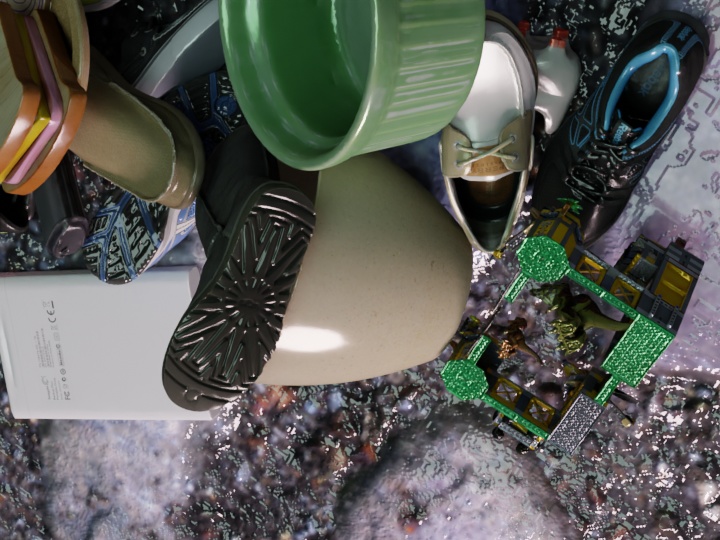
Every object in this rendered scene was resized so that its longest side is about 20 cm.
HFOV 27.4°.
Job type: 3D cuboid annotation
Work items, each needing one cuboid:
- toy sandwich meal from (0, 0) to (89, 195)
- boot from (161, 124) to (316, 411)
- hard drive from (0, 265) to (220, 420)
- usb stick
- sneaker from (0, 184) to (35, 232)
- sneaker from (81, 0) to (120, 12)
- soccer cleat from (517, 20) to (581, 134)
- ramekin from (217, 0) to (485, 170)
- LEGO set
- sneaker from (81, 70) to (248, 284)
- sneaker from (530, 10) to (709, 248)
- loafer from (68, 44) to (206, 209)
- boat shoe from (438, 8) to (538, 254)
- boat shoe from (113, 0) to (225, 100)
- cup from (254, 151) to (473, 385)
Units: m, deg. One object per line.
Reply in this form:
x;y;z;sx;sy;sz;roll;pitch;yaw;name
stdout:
-0.274;-0.151;1.089;0.204;0.070;0.207;3;94;42;toy sandwich meal
-0.099;-0.009;1.061;0.072;0.200;0.182;29;95;-25;boot
-0.223;0.064;1.280;0.199;0.027;0.133;-2;105;22;hard drive
-0.254;-0.104;1.181;0.056;0.032;0.201;-58;45;53;usb stick
-0.330;-0.051;1.258;0.088;0.074;0.200;47;111;8;sneaker
-0.244;-0.247;1.149;0.199;0.074;0.081;-9;143;21;sneaker
0.062;-0.155;1.085;0.199;0.069;0.078;16;115;12;soccer cleat
-0.006;-0.171;0.975;0.200;0.097;0.201;23;118;53;ramekin
0.158;0.030;1.083;0.153;0.116;0.201;26;129;9;LEGO set
-0.149;-0.079;1.185;0.076;0.077;0.200;41;98;3;sneaker
0.174;-0.092;1.052;0.073;0.082;0.201;30;115;7;sneaker
-0.194;-0.108;1.113;0.200;0.067;0.076;37;119;33;loafer
0.091;-0.093;1.035;0.074;0.069;0.200;-5;142;9;boat shoe
-0.165;-0.164;1.170;0.200;0.070;0.066;-43;76;32;boat shoe
0.000;0.000;1.103;0.142;0.201;0.201;15;114;-16;cup
